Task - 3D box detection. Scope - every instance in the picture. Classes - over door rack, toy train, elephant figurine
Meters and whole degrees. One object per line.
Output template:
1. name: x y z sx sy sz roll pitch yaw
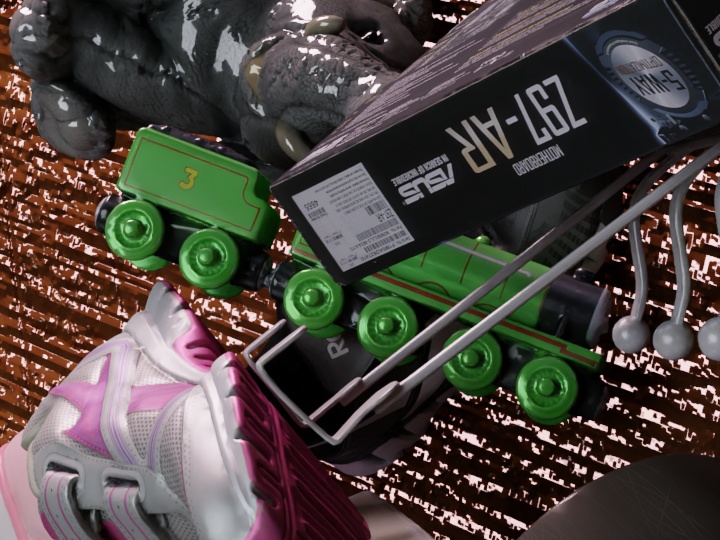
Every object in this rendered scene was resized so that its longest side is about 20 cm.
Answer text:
1. over door rack: 0.064 0.010 0.808 0.067 0.199 0.148 64 175 -1
2. toy train: 0.000 0.000 0.914 0.199 0.042 0.057 20 85 9
3. elephant figurine: -0.027 -0.078 1.000 0.199 0.155 0.142 21 140 20

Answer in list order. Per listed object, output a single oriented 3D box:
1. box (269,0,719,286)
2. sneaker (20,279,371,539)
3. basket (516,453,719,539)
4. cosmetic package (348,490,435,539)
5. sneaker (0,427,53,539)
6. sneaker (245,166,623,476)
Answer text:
1. box: 0.082 -0.077 0.804 0.200 0.160 0.044 -24 104 51
2. sneaker: -0.062 0.075 0.859 0.088 0.081 0.200 -39 19 -4
3. basket: 0.129 0.167 0.804 0.181 0.136 0.200 91 154 -43
4. cosmetic package: 0.007 0.191 0.884 0.103 0.087 0.201 -160 50 -73
5. sneaker: -0.070 0.125 0.952 0.105 0.075 0.201 -36 58 13
6. sneaker: 0.018 0.013 0.961 0.200 0.090 0.067 -46 57 33
